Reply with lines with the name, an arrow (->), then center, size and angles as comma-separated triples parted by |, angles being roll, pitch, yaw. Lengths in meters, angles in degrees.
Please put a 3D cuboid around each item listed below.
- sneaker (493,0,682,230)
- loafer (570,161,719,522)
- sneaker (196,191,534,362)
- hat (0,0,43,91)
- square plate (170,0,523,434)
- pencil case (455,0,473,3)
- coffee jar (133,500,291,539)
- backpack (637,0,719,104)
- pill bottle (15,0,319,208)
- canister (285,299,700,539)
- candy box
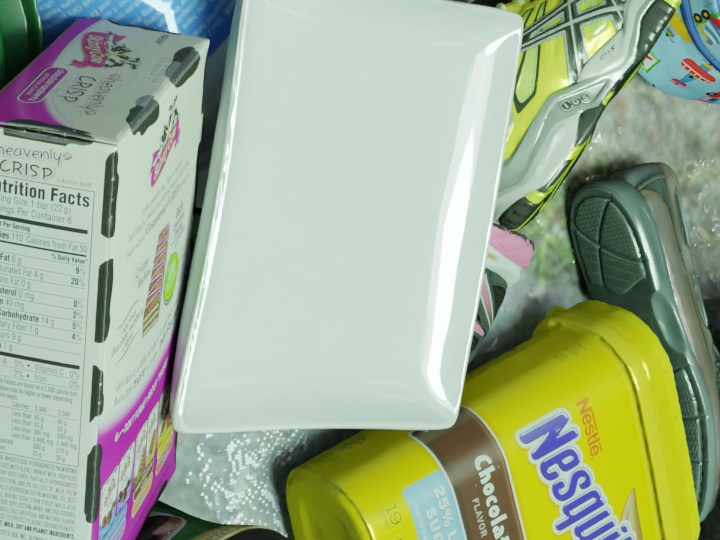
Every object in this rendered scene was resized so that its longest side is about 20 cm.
sneaker -> 0.105, -0.120, 1.136 | 0.076, 0.075, 0.201 | 35, 79, 5
loafer -> 0.171, 0.039, 1.264 | 0.063, 0.072, 0.201 | -27, 109, -38
sneaker -> 0.000, 0.000, 1.123 | 0.199, 0.080, 0.087 | 18, 90, -34
hat -> -0.160, -0.051, 0.827 | 0.165, 0.176, 0.201 | 19, 88, -33
square plate -> -0.007, -0.028, 1.026 | 0.199, 0.028, 0.200 | 4, 97, -52
pencil case -> 0.030, -0.153, 1.127 | 0.199, 0.089, 0.078 | -34, 86, -29
coffee jar -> -0.094, 0.148, 0.993 | 0.104, 0.199, 0.086 | -32, 114, -29
backpack -> 0.224, -0.186, 1.235 | 0.182, 0.134, 0.202 | 7, 95, -36
pill bottle -> -0.105, -0.123, 1.003 | 0.112, 0.112, 0.200 | -52, 120, -20
canister -> 0.069, 0.123, 1.183 | 0.199, 0.086, 0.150 | -27, 115, -30
candy box -> -0.111, 0.016, 0.921 | 0.136, 0.060, 0.202 | -63, 162, -66
